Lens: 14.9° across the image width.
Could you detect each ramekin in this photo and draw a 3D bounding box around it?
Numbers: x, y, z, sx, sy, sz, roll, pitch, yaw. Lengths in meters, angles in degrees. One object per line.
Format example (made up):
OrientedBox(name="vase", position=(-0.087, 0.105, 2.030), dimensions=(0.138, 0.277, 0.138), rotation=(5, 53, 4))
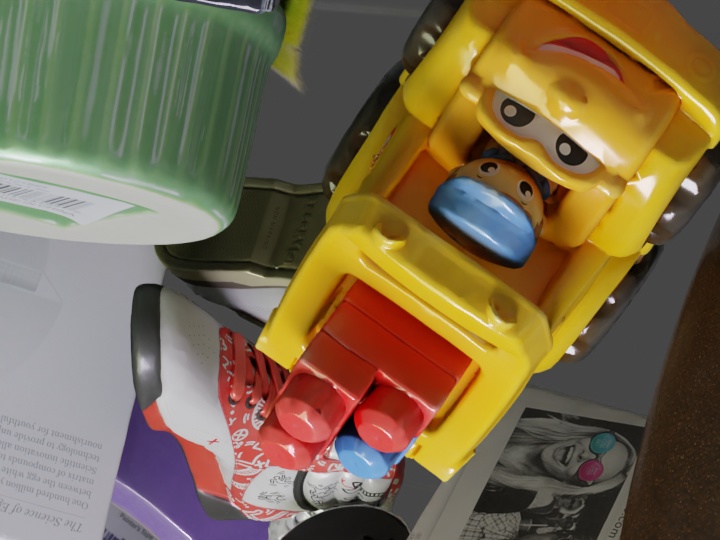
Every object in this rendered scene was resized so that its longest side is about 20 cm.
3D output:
OrientedBox(name="ramekin", position=(-0.136, -0.076, 1.191), dimensions=(0.199, 0.098, 0.200), rotation=(7, 171, 1))

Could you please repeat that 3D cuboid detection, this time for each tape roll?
OrientedBox(name="tape roll", position=(-0.121, 0.131, 1.590), dimensions=(0.199, 0.085, 0.200), rotation=(27, 150, 17))

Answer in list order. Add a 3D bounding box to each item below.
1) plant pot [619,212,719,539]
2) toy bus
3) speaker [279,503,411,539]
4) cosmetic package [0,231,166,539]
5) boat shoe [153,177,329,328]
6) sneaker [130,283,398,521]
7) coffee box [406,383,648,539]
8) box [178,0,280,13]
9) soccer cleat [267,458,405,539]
OrientedBox(name="plant pot", position=(0.182, 0.078, 1.060), dimensions=(0.186, 0.200, 0.187), rotation=(27, 151, 16))
OrientedBox(name="toy bus", position=(0.037, -0.007, 1.080), dimensions=(0.135, 0.192, 0.200), rotation=(36, 144, 3))
OrientedBox(name="speaker", position=(0.017, 0.211, 1.393), dimensions=(0.081, 0.081, 0.200), rotation=(14, 142, 35))
OrientedBox(name="cosmetic package", position=(-0.213, 0.025, 1.338), dimensions=(0.199, 0.201, 0.123), rotation=(19, 166, -24))
OrientedBox(name="boat shoe", position=(0.000, 0.000, 1.290), dimensions=(0.199, 0.075, 0.068), rotation=(13, 160, 36))
OrientedBox(name="sneaker", position=(-0.040, 0.061, 1.332), dimensions=(0.107, 0.068, 0.202), rotation=(-4, 150, 10))
OrientedBox(name="coffee box", position=(0.130, 0.208, 1.310), dimensions=(0.197, 0.200, 0.200), rotation=(13, 145, 35))
OrientedBox(name="box", position=(-0.113, -0.181, 0.962), dimensions=(0.199, 0.149, 0.104), rotation=(11, -169, -3))
OrientedBox(name="soccer cleat", position=(-0.018, 0.131, 1.479), dimensions=(0.068, 0.085, 0.200), rotation=(25, 150, 19))
